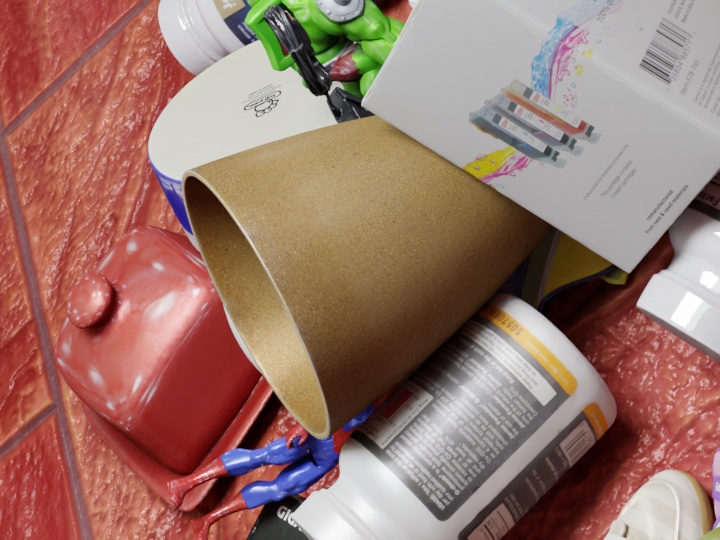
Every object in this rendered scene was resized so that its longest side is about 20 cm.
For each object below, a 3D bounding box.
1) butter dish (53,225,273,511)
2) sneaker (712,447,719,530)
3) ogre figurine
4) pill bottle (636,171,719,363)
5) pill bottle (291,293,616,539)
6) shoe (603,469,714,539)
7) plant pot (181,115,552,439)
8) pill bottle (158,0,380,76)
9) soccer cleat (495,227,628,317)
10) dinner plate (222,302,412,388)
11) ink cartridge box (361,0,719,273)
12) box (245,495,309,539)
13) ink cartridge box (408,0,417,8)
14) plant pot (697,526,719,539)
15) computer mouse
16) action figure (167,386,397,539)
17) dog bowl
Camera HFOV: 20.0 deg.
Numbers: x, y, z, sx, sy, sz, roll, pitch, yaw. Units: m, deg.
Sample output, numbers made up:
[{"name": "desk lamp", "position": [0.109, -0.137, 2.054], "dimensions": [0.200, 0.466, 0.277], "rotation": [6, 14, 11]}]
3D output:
[{"name": "butter dish", "position": [-0.162, 0.047, 1.563], "dimensions": [0.201, 0.147, 0.199], "rotation": [-57, 41, 2]}, {"name": "sneaker", "position": [0.277, 0.101, 1.168], "dimensions": [0.200, 0.080, 0.089], "rotation": [-34, 39, 26]}, {"name": "ogre figurine", "position": [-0.015, -0.163, 1.409], "dimensions": [0.098, 0.120, 0.200], "rotation": [-41, 34, 6]}, {"name": "pill bottle", "position": [0.257, -0.039, 1.235], "dimensions": [0.116, 0.116, 0.201], "rotation": [32, 90, 48]}, {"name": "pill bottle", "position": [0.058, 0.120, 1.299], "dimensions": [0.200, 0.117, 0.116], "rotation": [-43, 41, -8]}, {"name": "shoe", "position": [0.158, 0.211, 1.228], "dimensions": [0.070, 0.053, 0.201], "rotation": [8, 72, 46]}, {"name": "plant pot", "position": [0.016, -0.023, 1.293], "dimensions": [0.199, 0.187, 0.186], "rotation": [-28, 40, -15]}, {"name": "pill bottle", "position": [-0.066, -0.235, 1.665], "dimensions": [0.199, 0.111, 0.112], "rotation": [-27, 50, 30]}, {"name": "soccer cleat", "position": [0.168, -0.036, 1.375], "dimensions": [0.200, 0.065, 0.084], "rotation": [-45, 73, 9]}, {"name": "dinner plate", "position": [0.000, 0.000, 1.425], "dimensions": [0.201, 0.199, 0.024], "rotation": [-59, 0, -2]}, {"name": "ink cartridge box", "position": [0.130, -0.132, 1.220], "dimensions": [0.146, 0.199, 0.145], "rotation": [-59, 3, -37]}, {"name": "box", "position": [-0.024, 0.255, 1.383], "dimensions": [0.199, 0.049, 0.161], "rotation": [25, 87, 48]}, {"name": "ink cartridge box", "position": [0.154, -0.199, 1.384], "dimensions": [0.200, 0.148, 0.086], "rotation": [-48, 32, -1]}, {"name": "plant pot", "position": [0.255, 0.208, 1.053], "dimensions": [0.192, 0.200, 0.202], "rotation": [7, 71, 57]}, {"name": "computer mouse", "position": [-0.009, -0.116, 1.335], "dimensions": [0.034, 0.200, 0.059], "rotation": [-31, 57, 6]}, {"name": "action figure", "position": [-0.032, 0.127, 1.406], "dimensions": [0.199, 0.066, 0.052], "rotation": [-28, 22, -1]}, {"name": "dog bowl", "position": [-0.057, -0.098, 1.540], "dimensions": [0.199, 0.079, 0.201], "rotation": [-19, 33, 13]}]
